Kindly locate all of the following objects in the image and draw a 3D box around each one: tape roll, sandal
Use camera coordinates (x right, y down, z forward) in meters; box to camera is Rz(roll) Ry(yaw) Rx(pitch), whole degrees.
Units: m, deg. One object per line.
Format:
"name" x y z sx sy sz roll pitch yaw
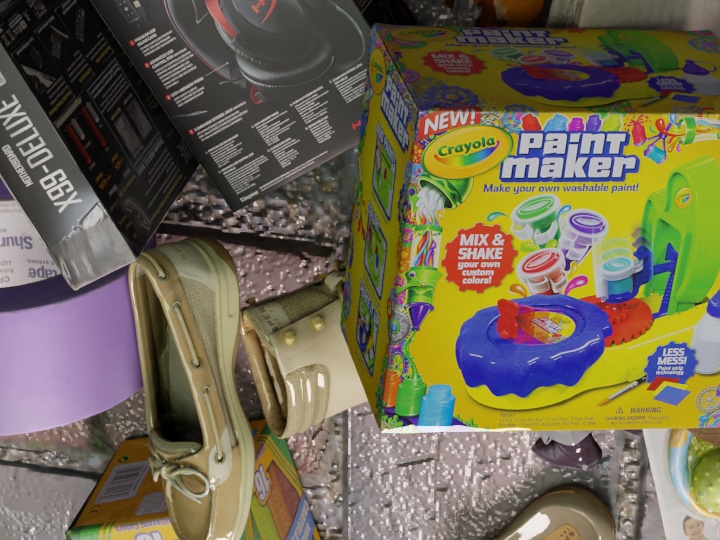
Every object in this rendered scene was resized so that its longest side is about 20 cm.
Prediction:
"tape roll" -0.225 0.020 1.436 0.198 0.200 0.086 5 117 12
"sandal" 0.098 0.227 1.534 0.080 0.054 0.200 37 119 -5

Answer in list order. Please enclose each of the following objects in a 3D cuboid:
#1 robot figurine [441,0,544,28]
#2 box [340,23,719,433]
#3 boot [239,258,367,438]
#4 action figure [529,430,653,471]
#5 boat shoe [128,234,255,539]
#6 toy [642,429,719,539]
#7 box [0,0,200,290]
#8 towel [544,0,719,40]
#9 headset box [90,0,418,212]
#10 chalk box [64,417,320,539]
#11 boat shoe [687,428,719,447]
"robot figurine" 0.103 -0.146 1.323 0.144 0.058 0.202 -3 119 -30
"box" 0.103 -0.024 1.245 0.198 0.122 0.194 -1 118 -12
"boot" 0.000 0.000 1.399 0.154 0.073 0.202 -16 123 -21
"action figure" 0.112 0.032 1.403 0.130 0.069 0.201 -36 122 -13
"boat shoe" -0.110 0.081 1.392 0.073 0.063 0.203 16 113 43
"toy" 0.247 0.134 1.430 0.114 0.047 0.202 -18 115 -9
"box" -0.166 -0.102 1.361 0.049 0.200 0.158 -24 108 21
"towel" 0.170 -0.158 1.298 0.034 0.132 0.202 42 130 46
"headset box" -0.066 -0.160 1.376 0.148 0.075 0.201 -28 106 25
"chalk box" -0.095 0.221 1.544 0.123 0.125 0.201 -12 113 20
"boat shoe" 0.263 0.082 1.368 0.199 0.065 0.071 20 165 -39
